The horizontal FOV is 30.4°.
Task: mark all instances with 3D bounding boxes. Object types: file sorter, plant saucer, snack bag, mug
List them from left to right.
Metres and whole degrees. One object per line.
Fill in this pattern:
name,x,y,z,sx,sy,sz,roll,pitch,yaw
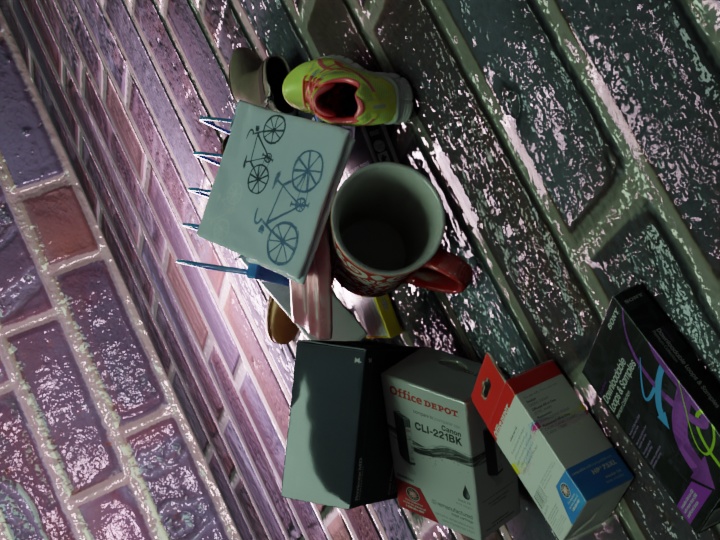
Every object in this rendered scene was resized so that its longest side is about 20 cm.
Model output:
file sorter,-0.151,-0.091,1.716,0.139,0.122,0.201,16,-97,-74
snack bag,-0.108,-0.097,1.596,0.200,0.021,0.189,20,93,40
plant saucer,-0.065,-0.012,1.649,0.201,0.051,0.201,176,90,-87
mug,0.032,-0.020,1.601,0.178,0.133,0.200,58,168,7

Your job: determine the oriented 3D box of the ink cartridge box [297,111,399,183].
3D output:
ink cartridge box,-0.005,-0.139,1.724,0.200,0.043,0.198,68,160,-1

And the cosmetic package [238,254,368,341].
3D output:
cosmetic package,-0.079,0.037,1.871,0.200,0.074,0.102,50,179,4

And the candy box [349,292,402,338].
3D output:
candy box,0.000,0.000,1.879,0.200,0.026,0.102,70,164,-4

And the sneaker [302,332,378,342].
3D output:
sneaker,-0.025,0.128,2.010,0.200,0.078,0.090,43,155,55

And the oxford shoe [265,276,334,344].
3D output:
oxford shoe,-0.086,0.038,1.993,0.071,0.071,0.200,47,125,38

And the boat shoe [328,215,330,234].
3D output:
boat shoe,-0.053,-0.045,1.845,0.066,0.074,0.200,45,-177,-33

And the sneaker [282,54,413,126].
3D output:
sneaker,-0.034,-0.211,1.575,0.200,0.090,0.078,12,111,45

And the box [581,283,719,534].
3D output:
box,0.288,0.130,1.244,0.200,0.036,0.143,58,158,29

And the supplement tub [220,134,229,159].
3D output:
supplement tub,-0.154,-0.118,2.043,0.107,0.107,0.200,50,153,42

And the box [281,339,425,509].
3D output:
box,-0.005,0.192,1.700,0.104,0.182,0.201,5,89,27

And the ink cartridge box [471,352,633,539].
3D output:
ink cartridge box,0.206,0.183,1.466,0.200,0.067,0.116,58,158,26

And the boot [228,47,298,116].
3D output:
boot,-0.132,-0.262,1.875,0.146,0.070,0.200,116,133,-66

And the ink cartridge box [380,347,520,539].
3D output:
ink cartridge box,0.113,0.213,1.646,0.144,0.084,0.200,15,122,43
